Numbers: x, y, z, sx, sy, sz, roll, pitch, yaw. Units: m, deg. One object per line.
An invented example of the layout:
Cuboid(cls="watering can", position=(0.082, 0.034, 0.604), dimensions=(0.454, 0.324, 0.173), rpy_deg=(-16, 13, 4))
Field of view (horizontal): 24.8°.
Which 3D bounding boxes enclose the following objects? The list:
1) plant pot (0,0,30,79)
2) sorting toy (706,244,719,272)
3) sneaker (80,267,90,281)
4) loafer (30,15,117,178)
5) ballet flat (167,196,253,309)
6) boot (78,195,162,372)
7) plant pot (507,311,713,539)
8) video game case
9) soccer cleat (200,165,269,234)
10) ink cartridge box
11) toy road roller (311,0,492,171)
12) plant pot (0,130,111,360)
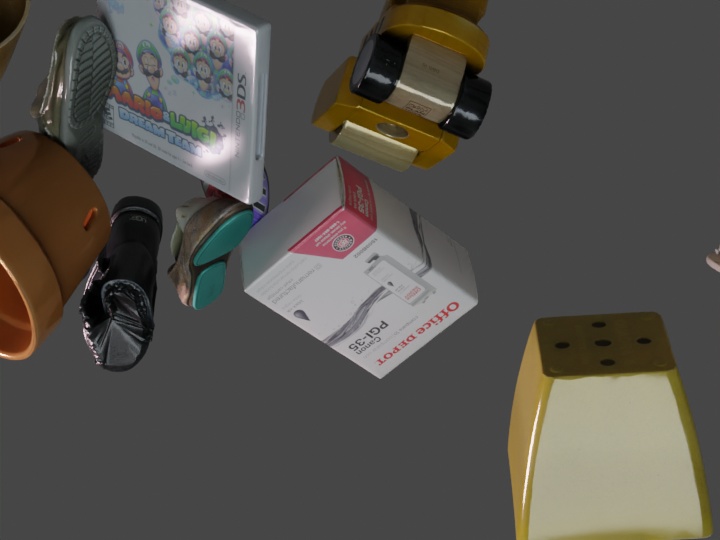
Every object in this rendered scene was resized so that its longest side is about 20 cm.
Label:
Cuboid(cls="plant pot", position=(-0.405, -0.186, 1.485), dimensions=(0.185, 0.187, 0.201), rpy_deg=(14, 138, -9))
Cuboid(cls="sorting toy", position=(0.454, -0.076, 1.600), dimensions=(0.179, 0.107, 0.201), rpy_deg=(-8, 128, -17))
Cuboid(cls="sneaker", position=(-0.372, -0.020, 1.658), dimensions=(0.198, 0.082, 0.075), rpy_deg=(3, 91, -19))
Cuboid(cls="loafer", position=(-0.280, -0.159, 1.540), dimensions=(0.069, 0.075, 0.201), rpy_deg=(30, 134, 15))
Cuboid(cls="ballet flat", position=(-0.158, -0.030, 1.615), dimensions=(0.068, 0.067, 0.200), rpy_deg=(-27, 162, -31))
Cuboid(cls="boot", position=(-0.245, 0.047, 1.640), dimensions=(0.076, 0.169, 0.201), rpy_deg=(13, 126, -8))
Cuboid(cls="plant pot", position=(0.252, 0.152, 1.702), dimensions=(0.198, 0.200, 0.178), rpy_deg=(-4, 114, 4))
Cuboid(cls="video game case", position=(-0.165, -0.177, 1.499), dimensions=(0.199, 0.024, 0.183), rpy_deg=(28, 132, 28))
Cuboid(cls="soccer cleat", position=(-0.127, -0.108, 1.584), dimensions=(0.068, 0.073, 0.201), rpy_deg=(-3, 126, 2))
Cuboid(cls="ink cartridge box", position=(0.000, 0.000, 1.633), dimensions=(0.146, 0.083, 0.200), rpy_deg=(-39, 127, 24))
Cuboid(cls="toy road roller", position=(0.049, -0.190, 1.514), dimensions=(0.122, 0.147, 0.200), rpy_deg=(21, 161, -14))
Cuboid(cls="plant pot", position=(-0.329, -0.036, 1.540), dimensions=(0.199, 0.140, 0.201), rpy_deg=(29, 143, 24))
